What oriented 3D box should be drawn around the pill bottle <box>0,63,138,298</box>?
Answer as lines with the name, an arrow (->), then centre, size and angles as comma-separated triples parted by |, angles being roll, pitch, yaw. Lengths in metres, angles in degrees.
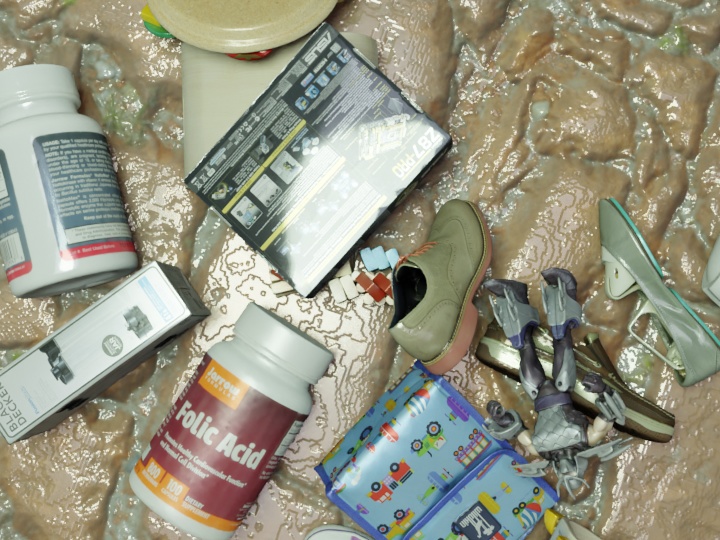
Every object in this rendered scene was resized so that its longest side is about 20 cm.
pill bottle -> -0.291, -0.084, 0.882 | 0.119, 0.120, 0.201 | -15, 87, -1

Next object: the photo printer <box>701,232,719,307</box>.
photo printer -> 0.434, -0.028, 0.901 | 0.166, 0.069, 0.201 | 26, 87, 1

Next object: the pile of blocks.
pile of blocks -> 0.000, 0.000, 0.905 | 0.199, 0.062, 0.083 | 11, 87, 0

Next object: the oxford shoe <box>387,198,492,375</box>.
oxford shoe -> 0.070, -0.004, 0.854 | 0.075, 0.201, 0.070 | 34, 131, -22

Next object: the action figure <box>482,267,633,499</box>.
action figure -> 0.166, 0.102, 0.827 | 0.130, 0.069, 0.201 | -18, 67, 25

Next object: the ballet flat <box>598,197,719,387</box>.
ballet flat -> 0.274, 0.024, 0.902 | 0.064, 0.067, 0.200 | -36, 87, 6

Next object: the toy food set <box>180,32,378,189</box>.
toy food set -> -0.081, -0.154, 0.922 | 0.199, 0.060, 0.144 | -1, 89, 7

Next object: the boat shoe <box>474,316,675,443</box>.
boat shoe -> 0.215, 0.094, 0.895 | 0.202, 0.075, 0.075 | 26, 82, 2

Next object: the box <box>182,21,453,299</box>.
box -> -0.039, -0.100, 0.861 | 0.161, 0.049, 0.200 | 43, 93, 8

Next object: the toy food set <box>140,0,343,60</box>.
toy food set -> -0.111, -0.283, 0.899 | 0.197, 0.049, 0.200 | 25, 65, 14

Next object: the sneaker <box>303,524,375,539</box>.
sneaker -> 0.026, 0.316, 0.864 | 0.200, 0.114, 0.073 | 37, 89, 3

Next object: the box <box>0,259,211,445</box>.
box -> -0.245, 0.075, 0.875 | 0.200, 0.117, 0.060 | -36, 88, -1

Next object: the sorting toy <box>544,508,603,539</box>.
sorting toy -> 0.161, 0.322, 0.825 | 0.107, 0.200, 0.180 | 38, 92, 5

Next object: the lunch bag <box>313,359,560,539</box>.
lunch bag -> 0.081, 0.211, 0.893 | 0.151, 0.094, 0.200 | -46, 101, -4

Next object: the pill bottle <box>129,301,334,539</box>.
pill bottle -> -0.116, 0.138, 0.872 | 0.114, 0.114, 0.200 | 32, 88, 2
